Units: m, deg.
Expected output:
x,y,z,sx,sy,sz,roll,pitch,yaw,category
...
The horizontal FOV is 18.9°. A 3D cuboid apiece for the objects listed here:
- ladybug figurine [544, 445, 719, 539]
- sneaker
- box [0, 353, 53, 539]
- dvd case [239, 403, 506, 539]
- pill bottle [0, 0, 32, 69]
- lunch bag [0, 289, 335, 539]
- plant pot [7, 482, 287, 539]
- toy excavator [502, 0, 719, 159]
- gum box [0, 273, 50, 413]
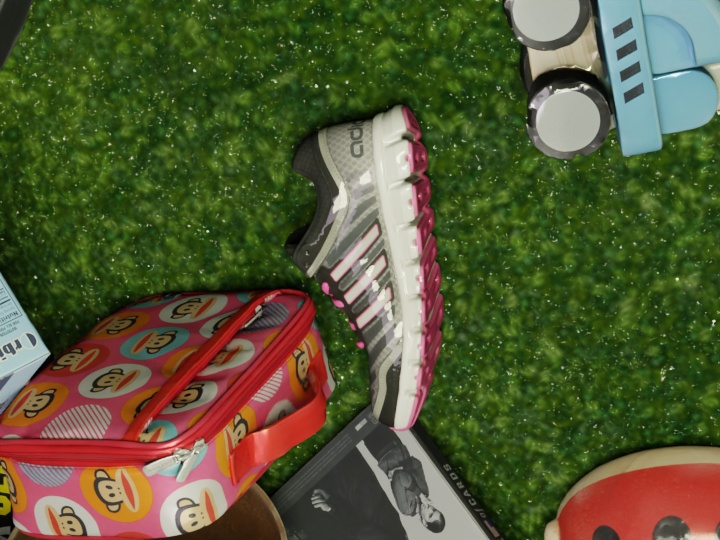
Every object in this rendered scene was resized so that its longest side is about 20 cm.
x,y,z,sx,sy,sz,roll,pitch,yaw,category
0.212,0.179,1.343,0.198,0.072,0.137,2,116,12,ladybug figurine
0.000,0.000,1.305,0.087,0.074,0.202,-1,110,12,sneaker
-0.288,0.137,1.446,0.158,0.049,0.202,9,116,6,box
0.028,0.200,1.376,0.150,0.025,0.201,-43,75,26,dvd case
-0.293,-0.185,1.257,0.199,0.112,0.113,24,118,0,pill bottle
-0.104,0.084,1.284,0.175,0.200,0.083,-1,116,27,lunch bag
-0.124,0.252,1.399,0.185,0.188,0.201,2,138,11,plant pot
0.187,-0.114,1.205,0.198,0.100,0.196,-11,114,7,toy excavator
-0.280,0.007,1.308,0.201,0.044,0.170,57,144,8,gum box
